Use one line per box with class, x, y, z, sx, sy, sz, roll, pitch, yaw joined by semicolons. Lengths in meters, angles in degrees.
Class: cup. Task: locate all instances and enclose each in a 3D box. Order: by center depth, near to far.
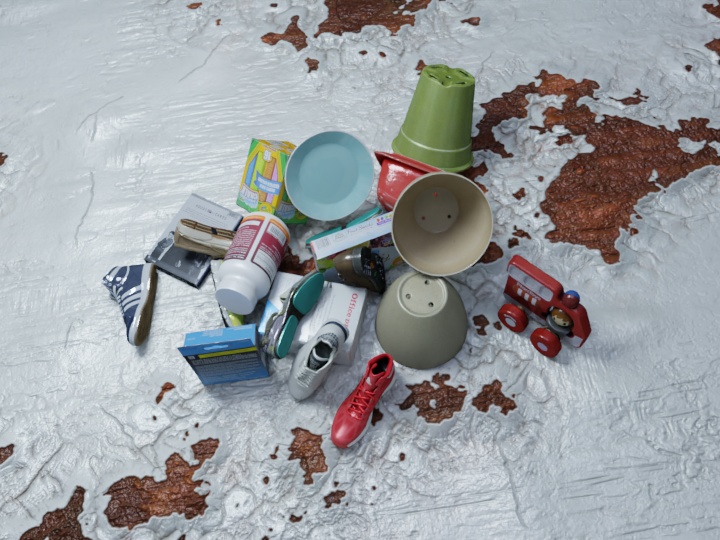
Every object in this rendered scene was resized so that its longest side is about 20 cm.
cup;0.126;0.079;1.450;0.196;0.144;0.203;-1;61;2

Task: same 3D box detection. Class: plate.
plate;-0.067;-0.205;1.527;0.197;0.203;0.026;-19;30;-7

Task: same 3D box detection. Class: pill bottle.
pill bottle;-0.227;-0.015;1.480;0.111;0.114;0.202;12;53;10

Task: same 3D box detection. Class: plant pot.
plant pot;0.156;-0.107;1.423;0.196;0.204;0.135;-4;18;1
plant pot;0.181;-0.353;1.613;0.196;0.192;0.201;6;37;-4

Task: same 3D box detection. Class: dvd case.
dvd case;-0.379;-0.072;1.632;0.148;0.025;0.202;23;65;16

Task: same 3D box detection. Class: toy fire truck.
toy fire truck;0.371;0.069;1.424;0.199;0.169;0.112;37;70;21

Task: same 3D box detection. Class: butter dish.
butter dish;0.110;-0.156;1.575;0.197;0.199;0.150;22;88;14

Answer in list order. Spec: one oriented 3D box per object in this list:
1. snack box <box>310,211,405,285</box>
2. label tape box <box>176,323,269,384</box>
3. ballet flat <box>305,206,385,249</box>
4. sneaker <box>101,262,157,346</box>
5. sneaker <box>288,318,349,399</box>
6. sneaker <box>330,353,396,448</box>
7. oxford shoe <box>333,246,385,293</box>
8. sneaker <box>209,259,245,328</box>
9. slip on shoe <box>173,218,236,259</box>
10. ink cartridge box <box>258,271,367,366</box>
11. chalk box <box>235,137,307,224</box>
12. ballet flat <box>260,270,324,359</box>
snack box;-0.001;-0.038;1.522;0.197;0.143;0.054;-20;60;-7
label tape box;-0.266;0.155;1.402;0.142;0.201;0.064;-7;60;-1
ballet flat;-0.027;-0.071;1.579;0.197;0.074;0.075;-22;59;19
sneaker;-0.507;0.072;1.535;0.106;0.071;0.203;1;55;-1
sneaker;-0.095;0.184;1.388;0.076;0.202;0.081;29;28;-2
sneaker;0.001;0.242;1.385;0.077;0.116;0.201;25;66;16
oxford shoe;0.000;0.000;1.479;0.083;0.200;0.074;-7;68;20
sneaker;-0.264;0.054;1.529;0.089;0.079;0.203;-13;63;-11
slip on shoe;-0.314;-0.055;1.576;0.197;0.061;0.076;16;20;-24
ink cartridge box;-0.096;0.101;1.486;0.196;0.084;0.147;11;62;10
chalk box;-0.185;-0.176;1.586;0.123;0.124;0.203;27;110;32
ballet flat;-0.143;0.080;1.418;0.071;0.072;0.202;21;65;14
